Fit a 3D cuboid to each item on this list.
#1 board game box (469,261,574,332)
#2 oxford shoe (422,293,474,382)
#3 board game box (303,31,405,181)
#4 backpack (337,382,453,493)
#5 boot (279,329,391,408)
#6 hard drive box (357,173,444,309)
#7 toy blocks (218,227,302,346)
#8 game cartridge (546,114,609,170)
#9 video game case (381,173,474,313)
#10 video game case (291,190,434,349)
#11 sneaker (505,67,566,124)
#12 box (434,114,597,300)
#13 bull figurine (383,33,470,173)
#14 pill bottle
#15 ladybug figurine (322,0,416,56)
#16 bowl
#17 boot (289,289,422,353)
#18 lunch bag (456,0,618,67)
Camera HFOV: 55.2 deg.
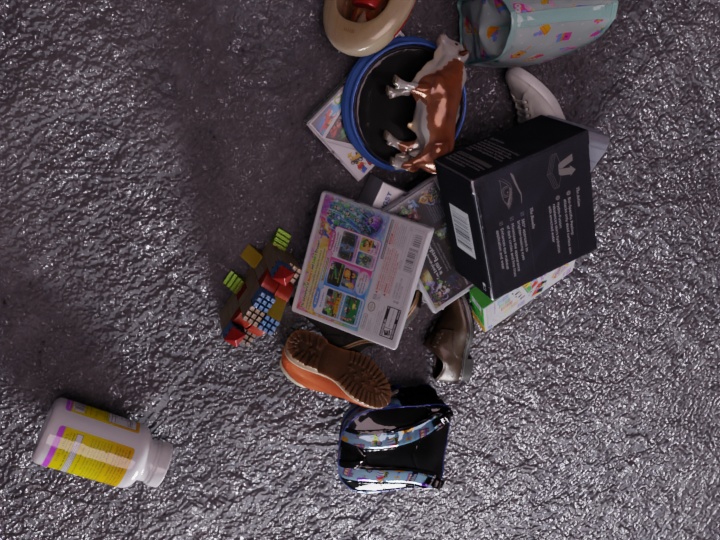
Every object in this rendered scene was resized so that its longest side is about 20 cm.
[{"bbox_3d":[0.282,0.017,1.189,0.199,0.040,0.153,-34,158,-2],"label":"board game box"},{"bbox_3d":[0.155,0.112,1.219,0.083,0.073,0.202,-6,110,-12],"label":"oxford shoe"},{"bbox_3d":[0.024,-0.255,1.071,0.200,0.035,0.126,-44,115,2],"label":"board game box"},{"bbox_3d":[0.048,0.296,1.218,0.197,0.135,0.185,-2,110,-16],"label":"backpack"},{"bbox_3d":[-0.045,0.178,1.157,0.199,0.075,0.107,31,144,-4],"label":"boot"},{"bbox_3d":[0.078,-0.046,1.139,0.198,0.077,0.157,20,102,-21],"label":"hard drive box"},{"bbox_3d":[-0.155,0.046,1.071,0.099,0.137,0.201,33,98,-23],"label":"toy blocks"},{"bbox_3d":[0.304,-0.156,1.142,0.132,0.042,0.201,7,133,-22],"label":"game cartridge"},{"bbox_3d":[0.147,-0.059,1.101,0.181,0.023,0.201,-33,115,-4],"label":"video game case"},{"bbox_3d":[0.000,0.000,1.062,0.180,0.024,0.202,20,108,11],"label":"video game case"},{"bbox_3d":[0.286,-0.240,1.130,0.085,0.073,0.200,-43,116,0],"label":"sneaker"},{"bbox_3d":[0.234,-0.097,1.027,0.198,0.117,0.198,-23,121,-13],"label":"box"},{"bbox_3d":[0.098,-0.238,1.002,0.120,0.065,0.202,-5,111,-14],"label":"bull figurine"},{"bbox_3d":[-0.408,0.283,1.101,0.198,0.104,0.105,25,101,-22],"label":"pill bottle"},{"bbox_3d":[0.023,-0.393,0.981,0.202,0.135,0.072,-65,157,-3],"label":"ladybug figurine"},{"bbox_3d":[0.070,-0.249,1.046,0.198,0.039,0.203,-6,112,-15],"label":"bowl"},{"bbox_3d":[-0.011,0.058,1.115,0.199,0.078,0.138,-35,113,31],"label":"boot"},{"bbox_3d":[0.251,-0.365,1.002,0.168,0.200,0.124,-9,102,-11],"label":"lunch bag"}]
